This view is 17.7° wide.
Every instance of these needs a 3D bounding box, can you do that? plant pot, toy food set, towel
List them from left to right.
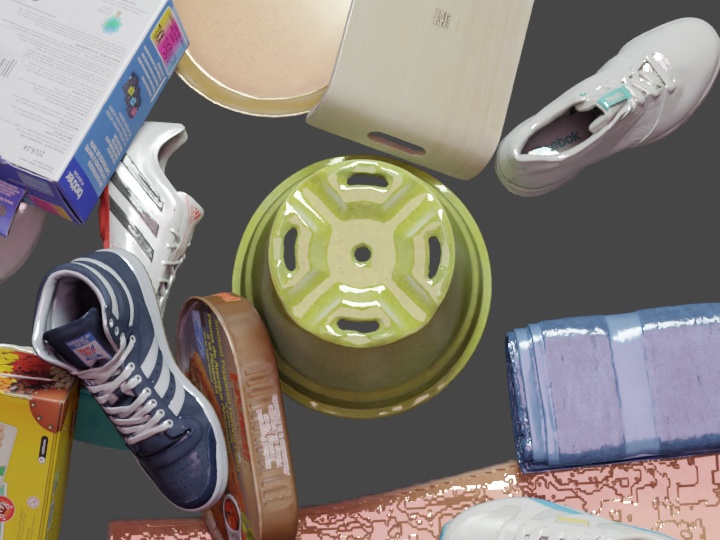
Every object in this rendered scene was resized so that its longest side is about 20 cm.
[{"bbox_3d":[-0.065,-0.214,1.771,0.198,0.027,0.202,0,83,0],"label":"plant pot"},{"bbox_3d":[0.000,0.000,1.662,0.198,0.184,0.202,0,82,1],"label":"plant pot"},{"bbox_3d":[0.048,-0.185,1.740,0.143,0.060,0.202,19,78,-21],"label":"toy food set"},{"bbox_3d":[0.210,0.085,1.719,0.198,0.049,0.113,-6,82,0],"label":"towel"}]

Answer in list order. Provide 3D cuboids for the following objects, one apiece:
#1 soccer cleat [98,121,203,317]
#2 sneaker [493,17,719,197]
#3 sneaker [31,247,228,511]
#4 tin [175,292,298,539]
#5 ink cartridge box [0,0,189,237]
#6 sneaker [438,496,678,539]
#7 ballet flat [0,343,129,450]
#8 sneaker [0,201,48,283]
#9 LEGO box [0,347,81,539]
[{"bbox_3d":[-0.156,-0.017,1.721,0.084,0.069,0.202,-8,75,1],"label":"soccer cleat"},{"bbox_3d":[0.191,-0.124,1.727,0.199,0.089,0.075,-35,82,-5],"label":"sneaker"},{"bbox_3d":[-0.164,0.081,1.618,0.070,0.108,0.201,-26,84,17],"label":"sneaker"},{"bbox_3d":[-0.089,0.115,1.672,0.042,0.112,0.202,-11,97,-22],"label":"tin"},{"bbox_3d":[-0.235,-0.125,1.700,0.136,0.076,0.201,22,69,21],"label":"ink cartridge box"},{"bbox_3d":[0.156,0.208,1.686,0.198,0.081,0.077,7,84,2],"label":"sneaker"},{"bbox_3d":[-0.234,0.085,1.713,0.198,0.076,0.064,9,49,-4],"label":"ballet flat"},{"bbox_3d":[-0.313,-0.005,1.716,0.200,0.080,0.071,-41,82,-7],"label":"sneaker"},{"bbox_3d":[-0.289,0.158,1.658,0.148,0.077,0.202,12,107,1],"label":"LEGO box"}]
